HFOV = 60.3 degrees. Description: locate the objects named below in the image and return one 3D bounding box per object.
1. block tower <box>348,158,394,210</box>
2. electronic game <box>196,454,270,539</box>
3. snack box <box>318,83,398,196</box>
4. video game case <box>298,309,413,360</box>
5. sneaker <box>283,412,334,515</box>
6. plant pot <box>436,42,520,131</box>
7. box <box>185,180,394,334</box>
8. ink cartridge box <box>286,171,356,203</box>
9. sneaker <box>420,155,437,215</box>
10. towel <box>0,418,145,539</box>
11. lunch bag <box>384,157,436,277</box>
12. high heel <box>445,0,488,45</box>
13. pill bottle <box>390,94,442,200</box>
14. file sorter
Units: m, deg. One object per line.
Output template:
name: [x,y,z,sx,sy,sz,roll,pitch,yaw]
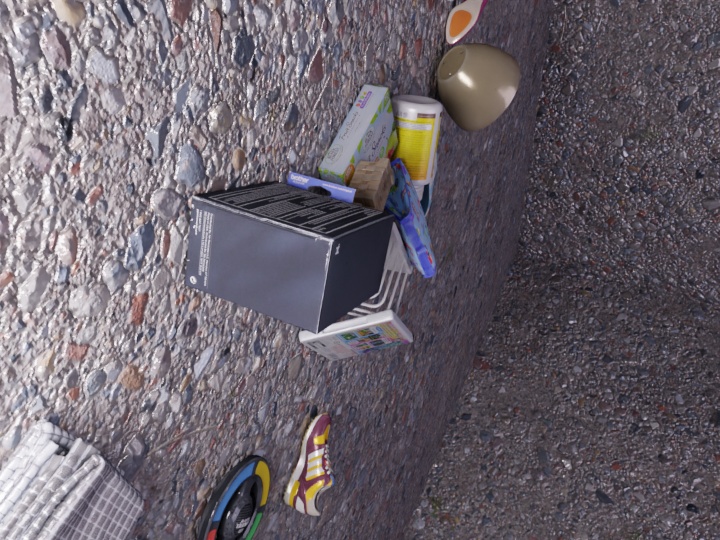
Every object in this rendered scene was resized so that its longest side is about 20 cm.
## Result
block tower: [-0.001,-0.093,1.013,0.054,0.057,0.202,70,35,-52]
electronic game: [-0.208,0.409,1.035,0.200,0.041,0.204,17,89,-71]
snack box: [0.001,-0.209,1.112,0.202,0.052,0.143,-65,157,-24]
video game case: [-0.002,0.129,1.195,0.200,0.179,0.024,50,27,-66]
sneaker: [-0.084,0.402,1.290,0.075,0.089,0.203,42,66,-68]
plant pot: [0.256,-0.452,1.462,0.133,0.199,0.204,25,80,-34]
box: [-0.086,-0.027,0.805,0.199,0.195,0.126,-28,131,-62]
ink cartridge box: [-0.076,-0.035,0.937,0.042,0.117,0.204,-1,106,-69]
sneaker: [0.144,-0.203,1.466,0.081,0.075,0.204,-33,137,-64]
towel: [-0.305,0.274,0.610,0.167,0.084,0.202,79,33,-53]
lunch bag: [0.089,-0.090,1.176,0.152,0.093,0.201,62,3,-40]
high heel: [0.260,-0.615,1.474,0.096,0.066,0.203,20,93,-78]
pill bottle: [0.102,-0.247,1.270,0.109,0.107,0.204,-39,140,-57]
file sorter: [0.000,0.000,1.127,0.200,0.136,0.127,58,47,-64]
